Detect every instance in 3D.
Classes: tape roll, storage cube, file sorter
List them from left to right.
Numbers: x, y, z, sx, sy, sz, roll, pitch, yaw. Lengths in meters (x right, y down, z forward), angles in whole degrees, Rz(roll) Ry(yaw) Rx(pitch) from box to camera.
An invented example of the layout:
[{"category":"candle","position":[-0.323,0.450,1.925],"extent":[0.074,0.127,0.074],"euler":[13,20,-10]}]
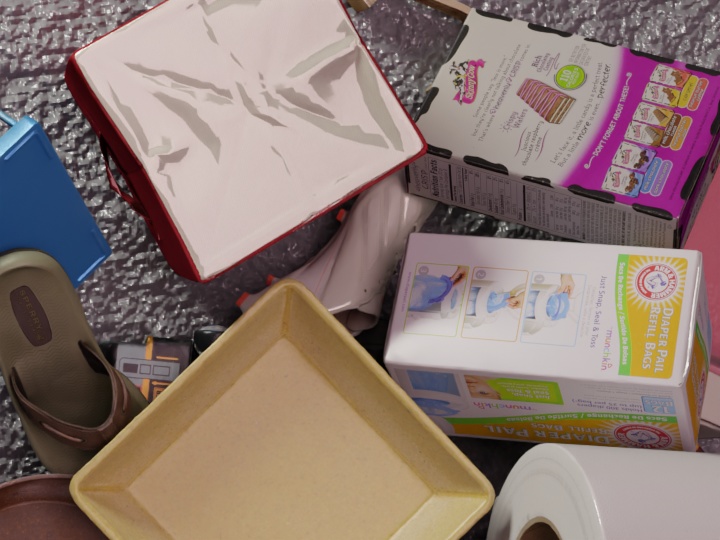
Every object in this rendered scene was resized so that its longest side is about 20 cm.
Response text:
[{"category":"file sorter","position":[-0.288,-0.009,1.410],"extent":[0.200,0.123,0.139],"euler":[-46,144,-17]},{"category":"storage cube","position":[-0.080,-0.108,1.465],"extent":[0.200,0.180,0.171],"euler":[-30,96,-6]},{"category":"tape roll","position":[0.174,0.213,1.392],"extent":[0.139,0.203,0.204],"euler":[4,84,-19]}]

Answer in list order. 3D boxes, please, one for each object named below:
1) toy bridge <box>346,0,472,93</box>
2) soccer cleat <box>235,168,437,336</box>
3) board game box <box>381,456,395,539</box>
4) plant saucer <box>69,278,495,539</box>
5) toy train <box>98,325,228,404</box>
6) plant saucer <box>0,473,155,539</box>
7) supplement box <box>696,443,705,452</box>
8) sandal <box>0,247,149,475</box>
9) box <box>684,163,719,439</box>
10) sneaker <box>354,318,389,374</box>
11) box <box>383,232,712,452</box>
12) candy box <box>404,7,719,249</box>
[{"category":"toy bridge","position":[0.078,-0.149,1.621],"extent":[0.200,0.027,0.067],"euler":[47,72,-10]},{"category":"soccer cleat","position":[0.000,0.000,1.545],"extent":[0.077,0.069,0.200],"euler":[35,67,29]},{"category":"board game box","position":[-0.014,0.228,1.501],"extent":[0.035,0.135,0.201],"euler":[0,85,-48]},{"category":"plant saucer","position":[-0.050,0.141,1.417],"extent":[0.200,0.048,0.200],"euler":[-44,92,-6]},{"category":"toy train","position":[-0.132,0.135,1.499],"extent":[0.114,0.085,0.201],"euler":[6,86,-6]},{"category":"plant saucer","position":[-0.202,0.231,1.416],"extent":[0.200,0.034,0.201],"euler":[1,87,-25]},{"category":"supplement box","position":[0.201,0.251,1.575],"extent":[0.197,0.133,0.200],"euler":[-45,100,-17]},{"category":"sandal","position":[-0.185,0.077,1.401],"extent":[0.080,0.057,0.201],"euler":[-32,123,-8]},{"category":"box","position":[0.234,0.014,1.609],"extent":[0.109,0.128,0.201],"euler":[20,79,-17]},{"category":"sneaker","position":[0.048,0.099,1.567],"extent":[0.199,0.060,0.105],"euler":[14,67,-11]},{"category":"box","position":[0.129,0.049,1.474],"extent":[0.199,0.113,0.102],"euler":[4,62,17]},{"category":"candy box","position":[0.145,-0.093,1.523],"extent":[0.199,0.061,0.137],"euler":[17,56,17]}]
